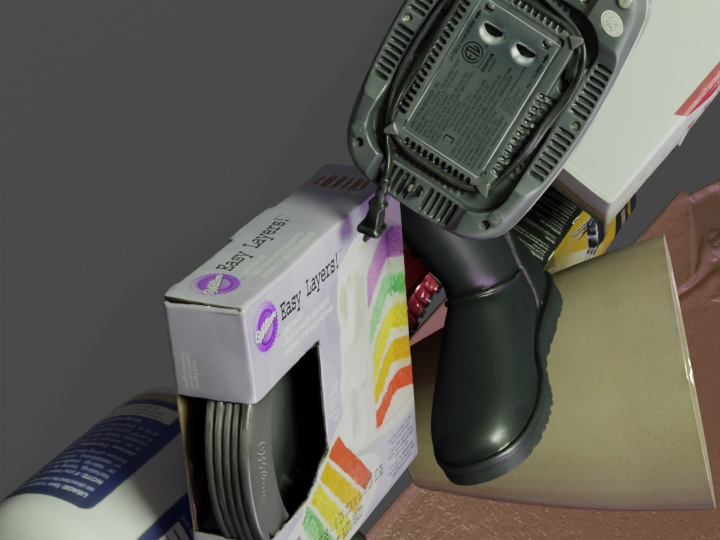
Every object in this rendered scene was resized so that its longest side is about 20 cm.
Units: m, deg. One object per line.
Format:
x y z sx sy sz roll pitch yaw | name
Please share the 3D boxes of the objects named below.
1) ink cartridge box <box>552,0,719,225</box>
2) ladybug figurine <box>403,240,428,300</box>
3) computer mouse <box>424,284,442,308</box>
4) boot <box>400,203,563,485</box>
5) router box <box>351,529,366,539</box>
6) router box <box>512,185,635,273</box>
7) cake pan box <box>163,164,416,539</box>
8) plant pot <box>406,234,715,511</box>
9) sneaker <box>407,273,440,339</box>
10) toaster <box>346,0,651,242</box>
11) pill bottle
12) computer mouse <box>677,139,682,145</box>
0.149 -0.132 1.181 0.145 0.145 0.200 -50 174 3 | ink cartridge box
0.000 0.000 1.253 0.200 0.072 0.136 -54 172 34 | ladybug figurine
0.009 0.041 1.442 0.200 0.053 0.139 -25 156 -42 | computer mouse
0.052 0.009 1.122 0.076 0.168 0.200 -20 -151 29 | boot
-0.118 0.213 1.306 0.200 0.157 0.052 -46 173 -27 | router box
0.148 -0.024 1.426 0.158 0.052 0.200 -55 166 -5 | router box
-0.033 0.062 0.992 0.200 0.052 0.185 -42 131 -56 | cake pan box
0.127 0.085 1.267 0.199 0.188 0.187 -10 180 10 | plant pot
0.041 -0.036 1.358 0.201 0.074 0.081 -61 180 -7 | sneaker
0.075 -0.102 0.978 0.201 0.113 0.129 -60 173 18 | toaster
-0.142 0.159 1.008 0.200 0.120 0.120 -40 169 -52 | pill bottle
0.206 -0.193 1.308 0.201 0.138 0.053 -58 168 -10 | computer mouse
